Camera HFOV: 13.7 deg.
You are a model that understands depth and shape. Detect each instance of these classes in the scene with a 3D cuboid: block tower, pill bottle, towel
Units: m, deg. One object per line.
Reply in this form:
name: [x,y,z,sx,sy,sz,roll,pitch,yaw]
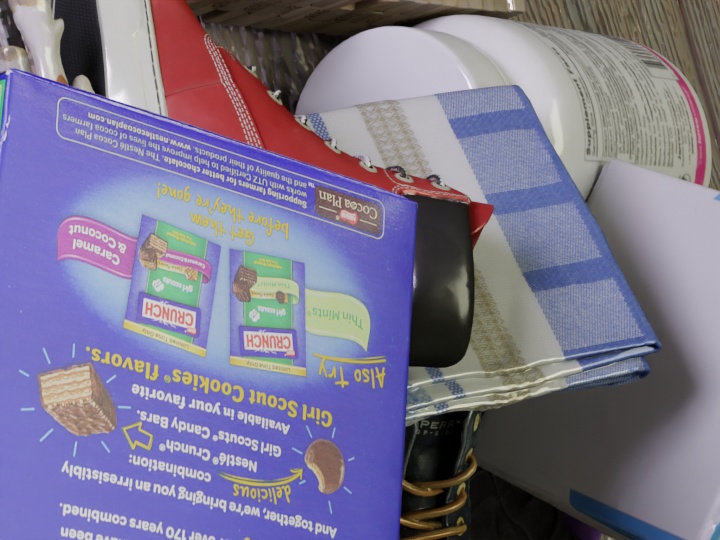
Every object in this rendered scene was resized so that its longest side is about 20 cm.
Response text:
block tower: [-0.013,-0.132,1.253,0.200,0.058,0.054,0,79,-51]
pill bottle: [0.063,-0.052,1.309,0.200,0.113,0.114,1,79,-57]
towel: [0.000,0.000,1.133,0.200,0.024,0.147,-11,58,-24]

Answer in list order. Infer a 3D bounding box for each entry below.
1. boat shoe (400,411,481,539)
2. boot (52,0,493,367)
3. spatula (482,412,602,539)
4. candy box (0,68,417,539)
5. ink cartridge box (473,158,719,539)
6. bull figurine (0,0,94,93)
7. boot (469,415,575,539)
boat shoe: [0.016,0.086,1.191,0.071,0.091,0.201,-5,78,-26]
boot: [-0.031,-0.048,1.105,0.144,0.072,0.200,-6,62,-22]
spatula: [0.072,0.076,1.366,0.200,0.021,0.057,30,80,-46]
candy box: [-0.071,0.059,0.939,0.169,0.077,0.200,18,67,-37]
ink cartridge box: [0.182,0.070,1.269,0.200,0.147,0.146,30,84,-40]
bull figurine: [-0.155,-0.046,1.000,0.200,0.065,0.122,28,56,-51]
boot: [0.086,0.119,1.330,0.200,0.070,0.132,-30,104,-57]
